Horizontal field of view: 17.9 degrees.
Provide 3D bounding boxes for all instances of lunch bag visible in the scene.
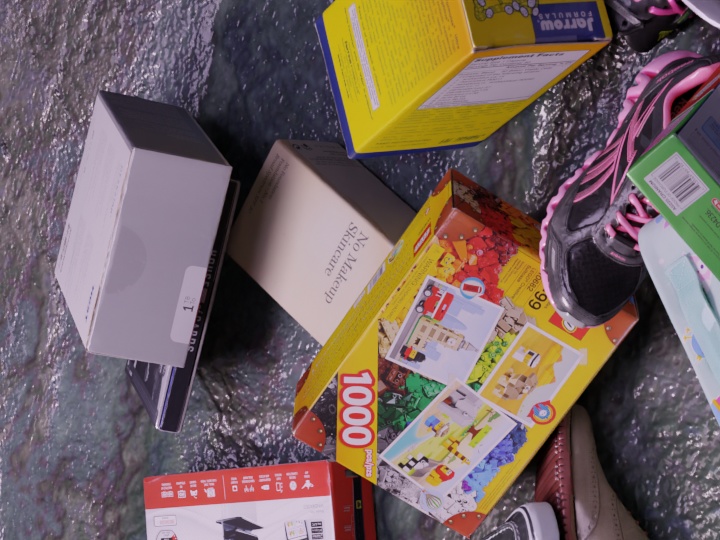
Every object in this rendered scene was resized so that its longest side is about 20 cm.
[{"bbox_3d":[0.260,0.039,1.381,0.077,0.160,0.200,-40,64,33],"label":"lunch bag"}]

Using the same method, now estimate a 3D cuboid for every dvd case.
[{"bbox_3d":[-0.140,0.008,1.767,0.150,0.025,0.201,-134,57,-69],"label":"dvd case"}]

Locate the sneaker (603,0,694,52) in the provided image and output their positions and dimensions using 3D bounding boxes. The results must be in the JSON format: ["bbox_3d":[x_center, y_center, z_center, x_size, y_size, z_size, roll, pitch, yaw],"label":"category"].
[{"bbox_3d":[0.205,-0.186,1.493,0.200,0.074,0.088,5,96,42],"label":"sneaker"}]

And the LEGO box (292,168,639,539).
[{"bbox_3d":[0.068,0.057,1.540,0.200,0.149,0.077,-55,12,21],"label":"LEGO box"}]

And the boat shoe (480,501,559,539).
[{"bbox_3d":[0.075,0.227,1.559,0.200,0.068,0.074,119,150,-47],"label":"boat shoe"}]

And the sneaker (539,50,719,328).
[{"bbox_3d":[0.183,-0.055,1.449,0.200,0.079,0.095,-63,15,-8],"label":"sneaker"}]

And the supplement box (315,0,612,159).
[{"bbox_3d":[0.066,-0.163,1.542,0.200,0.109,0.110,-36,64,59],"label":"supplement box"}]

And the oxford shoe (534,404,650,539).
[{"bbox_3d":[0.162,0.182,1.537,0.070,0.075,0.201,112,155,-66],"label":"oxford shoe"}]

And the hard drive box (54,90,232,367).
[{"bbox_3d":[-0.166,-0.035,1.708,0.200,0.077,0.156,-128,51,-69],"label":"hard drive box"}]

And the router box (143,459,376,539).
[{"bbox_3d":[-0.074,0.239,1.737,0.200,0.049,0.180,-10,83,40],"label":"router box"}]

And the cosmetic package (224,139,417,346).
[{"bbox_3d":[0.000,0.000,1.664,0.200,0.073,0.104,42,116,34],"label":"cosmetic package"}]

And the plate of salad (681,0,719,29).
[{"bbox_3d":[0.272,-0.230,1.392,0.199,0.048,0.201,-2,72,8],"label":"plate of salad"}]

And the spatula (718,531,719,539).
[{"bbox_3d":[0.233,0.225,1.490,0.056,0.021,0.201,13,96,32],"label":"spatula"}]

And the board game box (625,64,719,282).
[{"bbox_3d":[0.248,-0.046,1.337,0.153,0.200,0.040,49,124,-1],"label":"board game box"}]
